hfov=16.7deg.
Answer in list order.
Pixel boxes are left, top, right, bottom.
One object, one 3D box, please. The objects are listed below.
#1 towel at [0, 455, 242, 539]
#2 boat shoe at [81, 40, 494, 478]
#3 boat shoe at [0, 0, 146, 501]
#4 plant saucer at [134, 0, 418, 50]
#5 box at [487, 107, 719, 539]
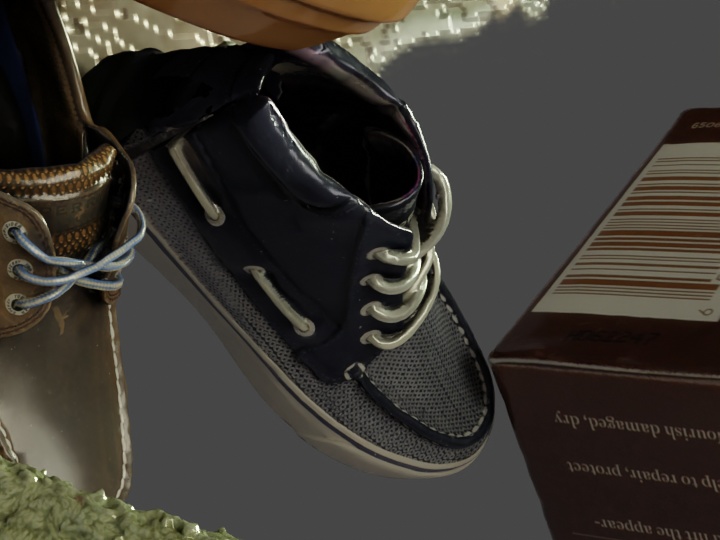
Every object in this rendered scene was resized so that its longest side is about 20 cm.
[{"bbox_3d":[-0.116,0.107,0.602,0.037,0.199,0.149,84,27,-62],"label":"towel"},{"bbox_3d":[0.000,0.000,0.791,0.200,0.093,0.075,42,56,-32],"label":"boat shoe"},{"bbox_3d":[-0.104,-0.014,0.704,0.072,0.072,0.201,-25,100,-43],"label":"boat shoe"},{"bbox_3d":[-0.074,-0.117,0.696,0.200,0.200,0.038,16,110,-42],"label":"plant saucer"},{"bbox_3d":[0.176,0.066,0.879,0.166,0.164,0.200,-49,129,-40],"label":"box"}]
